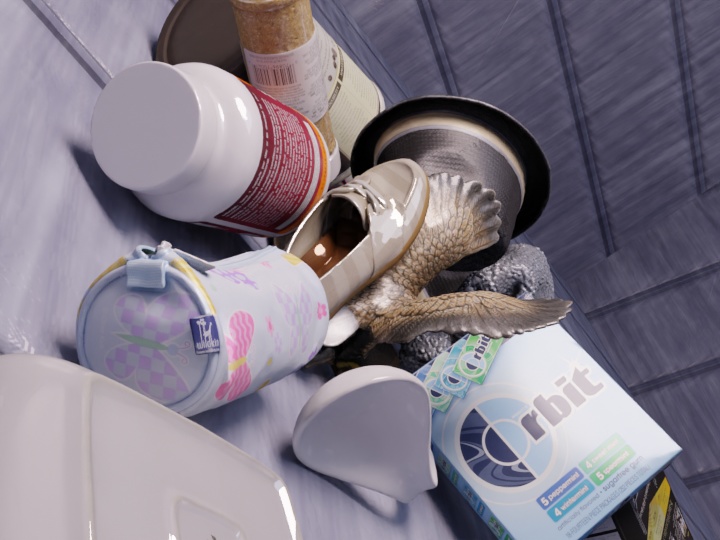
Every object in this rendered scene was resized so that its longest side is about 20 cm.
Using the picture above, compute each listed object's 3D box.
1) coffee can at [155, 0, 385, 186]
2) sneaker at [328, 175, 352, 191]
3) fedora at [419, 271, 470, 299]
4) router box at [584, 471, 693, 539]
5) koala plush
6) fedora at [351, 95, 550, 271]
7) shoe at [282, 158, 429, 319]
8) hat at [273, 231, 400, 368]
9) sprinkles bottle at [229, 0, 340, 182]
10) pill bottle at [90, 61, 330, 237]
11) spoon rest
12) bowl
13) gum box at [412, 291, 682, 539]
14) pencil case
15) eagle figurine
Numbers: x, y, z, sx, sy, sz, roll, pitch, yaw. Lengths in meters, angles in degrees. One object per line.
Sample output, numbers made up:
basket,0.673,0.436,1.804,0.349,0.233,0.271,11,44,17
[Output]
coffee can,-0.085,-0.191,0.921,0.200,0.146,0.147,37,22,-49
sneaker,0.000,-0.085,1.023,0.200,0.086,0.080,44,6,28
fedora,0.133,0.035,1.212,0.201,0.091,0.201,49,15,-18
router box,0.271,0.257,0.907,0.158,0.052,0.200,65,28,-5
koala plush,0.177,0.095,0.963,0.200,0.184,0.177,47,9,16
fedora,0.084,-0.066,0.862,0.201,0.200,0.092,45,36,-34
shoe,-0.011,-0.022,0.697,0.070,0.200,0.053,28,-27,24
hat,0.000,0.000,0.890,0.201,0.081,0.201,51,14,-17
sprinkles bottle,-0.063,-0.163,0.796,0.201,0.068,0.068,80,-9,-45
pill bottle,-0.107,-0.089,0.683,0.113,0.113,0.200,58,14,13
spoon rest,0.018,0.124,0.659,0.061,0.099,0.200,60,4,32
bowl,-0.082,0.127,0.350,0.200,0.075,0.200,40,19,-40
gum box,0.152,0.141,0.817,0.200,0.170,0.045,48,-19,25
pencil case,-0.084,0.031,0.540,0.200,0.083,0.091,-2,79,-74
eagle figurine,0.048,0.021,0.754,0.152,0.200,0.151,51,15,-11
